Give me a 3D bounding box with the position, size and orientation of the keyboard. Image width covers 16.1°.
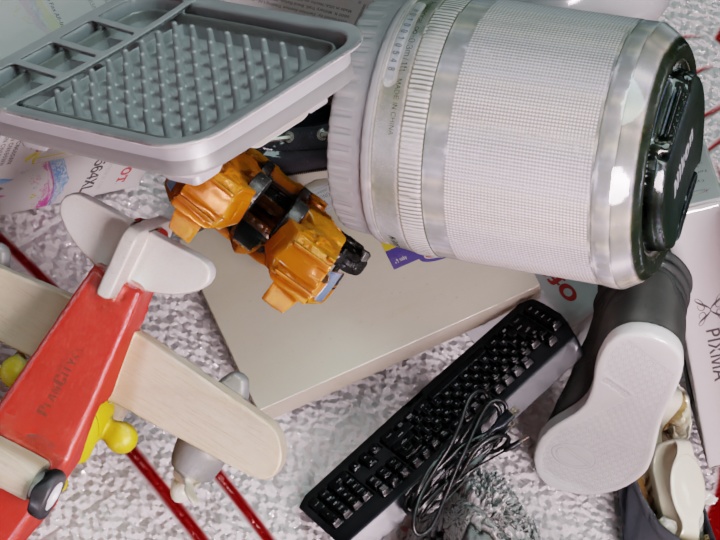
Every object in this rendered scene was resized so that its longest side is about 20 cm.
[{"bbox_3d":[0.051,0.090,1.553,0.200,0.040,0.104,-43,36,-9],"label":"keyboard"}]

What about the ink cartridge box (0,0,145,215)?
[{"bbox_3d":[-0.209,-0.123,1.607,0.200,0.129,0.125,-14,65,-33],"label":"ink cartridge box"}]

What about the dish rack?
[{"bbox_3d":[-0.112,-0.104,1.475,0.200,0.044,0.172,14,35,38],"label":"dish rack"}]

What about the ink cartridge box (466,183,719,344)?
[{"bbox_3d":[0.139,-0.032,1.746,0.147,0.083,0.200,47,50,12],"label":"ink cartridge box"}]

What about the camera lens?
[{"bbox_3d":[0.097,-0.080,1.523,0.200,0.160,0.160,10,47,17],"label":"camera lens"}]

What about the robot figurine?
[{"bbox_3d":[-0.062,-0.032,1.536,0.145,0.058,0.200,38,5,-3],"label":"robot figurine"}]

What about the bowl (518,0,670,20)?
[{"bbox_3d":[0.141,-0.184,1.809,0.201,0.201,0.091,-13,90,-33],"label":"bowl"}]

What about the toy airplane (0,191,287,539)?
[{"bbox_3d":[-0.161,0.055,1.496,0.199,0.141,0.200,-18,77,0],"label":"toy airplane"}]

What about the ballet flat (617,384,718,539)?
[{"bbox_3d":[0.197,0.117,1.678,0.073,0.073,0.200,8,54,-22],"label":"ballet flat"}]

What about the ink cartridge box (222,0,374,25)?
[{"bbox_3d":[-0.034,-0.197,1.696,0.147,0.200,0.145,12,47,-18],"label":"ink cartridge box"}]

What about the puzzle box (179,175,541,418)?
[{"bbox_3d":[0.000,0.000,1.633,0.200,0.025,0.133,-23,66,-6],"label":"puzzle box"}]

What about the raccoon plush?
[{"bbox_3d":[0.105,0.170,1.584,0.134,0.097,0.200,26,48,-18],"label":"raccoon plush"}]

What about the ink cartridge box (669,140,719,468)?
[{"bbox_3d":[0.230,0.041,1.636,0.045,0.200,0.176,-12,28,3],"label":"ink cartridge box"}]

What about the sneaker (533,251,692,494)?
[{"bbox_3d":[0.165,0.062,1.611,0.071,0.200,0.099,18,52,-2],"label":"sneaker"}]

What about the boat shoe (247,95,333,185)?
[{"bbox_3d":[-0.004,-0.104,1.639,0.200,0.063,0.073,-14,42,4],"label":"boat shoe"}]
